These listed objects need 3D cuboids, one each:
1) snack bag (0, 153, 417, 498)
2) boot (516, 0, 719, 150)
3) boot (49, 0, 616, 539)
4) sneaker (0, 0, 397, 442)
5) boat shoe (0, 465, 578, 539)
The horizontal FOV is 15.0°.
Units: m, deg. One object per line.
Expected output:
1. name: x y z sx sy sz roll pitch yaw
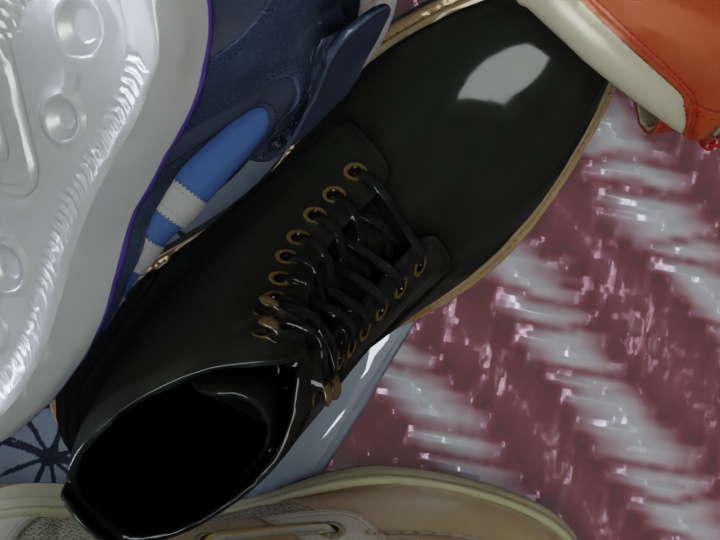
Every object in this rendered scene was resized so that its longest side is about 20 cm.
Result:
1. snack bag: -0.074 -0.012 0.824 0.199 0.021 0.189 30 97 -8
2. boot: 0.133 -0.069 0.775 0.199 0.075 0.107 31 111 -28
3. boot: 0.000 0.000 0.749 0.200 0.138 0.077 -43 101 4
4. sneaker: -0.059 -0.034 0.757 0.081 0.146 0.200 45 126 14
5. boat shoe: -0.026 0.101 0.799 0.199 0.065 0.073 3 114 -15
